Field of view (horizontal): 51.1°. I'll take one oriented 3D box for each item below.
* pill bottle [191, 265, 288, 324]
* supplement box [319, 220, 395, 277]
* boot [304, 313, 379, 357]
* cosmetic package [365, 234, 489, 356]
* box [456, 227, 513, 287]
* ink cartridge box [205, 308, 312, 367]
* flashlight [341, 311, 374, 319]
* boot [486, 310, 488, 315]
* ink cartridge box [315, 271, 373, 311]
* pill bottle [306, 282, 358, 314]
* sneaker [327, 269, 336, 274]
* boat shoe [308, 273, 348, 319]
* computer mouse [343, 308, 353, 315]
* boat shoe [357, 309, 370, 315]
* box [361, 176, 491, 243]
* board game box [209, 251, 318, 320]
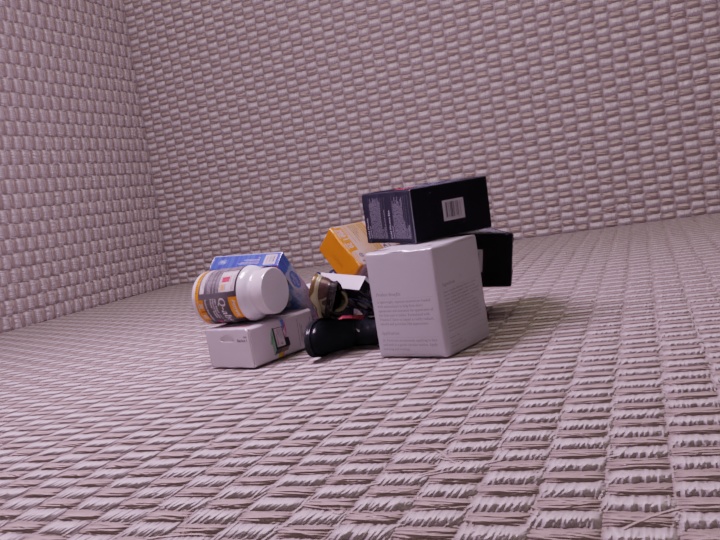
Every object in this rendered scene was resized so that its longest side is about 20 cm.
[{"bbox_3d":[-0.257,0.051,1.613,0.196,0.120,0.116,-7,5,33],"label":"pill bottle"},{"bbox_3d":[0.017,-0.048,1.782,0.198,0.127,0.074,-16,-33,-45],"label":"supplement box"},{"bbox_3d":[-0.002,0.124,1.543,0.165,0.079,0.199,-11,-2,30],"label":"boot"},{"bbox_3d":[0.130,0.048,1.447,0.162,0.206,0.163,-4,7,40],"label":"cosmetic package"},{"bbox_3d":[0.224,-0.033,1.709,0.194,0.127,0.198,-1,9,-6],"label":"box"},{"bbox_3d":[-0.217,0.147,1.645,0.142,0.086,0.198,-6,6,38],"label":"ink cartridge box"},{"bbox_3d":[-0.008,0.110,1.730,0.195,0.069,0.069,-2,42,18],"label":"flashlight"},{"bbox_3d":[0.239,0.069,1.737,0.072,0.078,0.200,-12,5,-14],"label":"boot"},{"bbox_3d":[-0.023,0.047,1.661,0.099,0.040,0.198,38,-18,-31],"label":"ink cartridge box"},{"bbox_3d":[-0.101,0.084,1.959,0.197,0.115,0.111,-13,7,-39],"label":"pill bottle"},{"bbox_3d":[0.000,0.000,1.838,0.196,0.084,0.070,4,-27,-32],"label":"sneaker"},{"bbox_3d":[-0.058,0.066,1.576,0.063,0.075,0.200,15,-13,16],"label":"boat shoe"},{"bbox_3d":[-0.113,0.103,1.850,0.194,0.142,0.053,0,-12,0],"label":"computer mouse"},{"bbox_3d":[0.026,0.101,1.851,0.073,0.095,0.201,-12,-24,3],"label":"boat shoe"},{"bbox_3d":[0.132,-0.122,1.530,0.196,0.107,0.181,-13,8,-30],"label":"box"},{"bbox_3d":[-0.214,0.042,1.721,0.196,0.200,0.044,-3,51,31],"label":"board game box"}]
